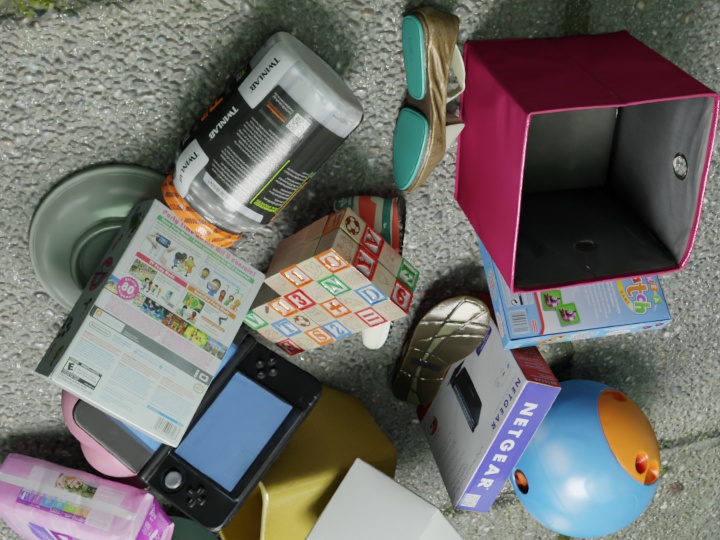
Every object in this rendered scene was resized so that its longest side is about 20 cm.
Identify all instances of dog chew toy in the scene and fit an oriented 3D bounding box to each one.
[{"bbox_3d":[-0.277,0.183,1.063,0.123,0.125,0.202,-8,131,-8],"label":"dog chew toy"}]

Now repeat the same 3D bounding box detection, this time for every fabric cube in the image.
[{"bbox_3d":[0.222,-0.120,0.943,0.197,0.200,0.198,-7,122,-9],"label":"fabric cube"}]

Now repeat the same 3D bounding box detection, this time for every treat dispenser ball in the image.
[{"bbox_3d":[0.290,0.245,1.184,0.198,0.202,0.203,-6,123,-10],"label":"treat dispenser ball"}]

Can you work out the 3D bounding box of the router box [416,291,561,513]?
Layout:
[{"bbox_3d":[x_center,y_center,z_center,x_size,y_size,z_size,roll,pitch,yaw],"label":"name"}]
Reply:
[{"bbox_3d":[0.150,0.159,1.110,0.048,0.180,0.202,13,117,-21],"label":"router box"}]

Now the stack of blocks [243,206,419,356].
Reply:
[{"bbox_3d":[-0.048,0.018,0.986,0.115,0.059,0.199,40,139,-25],"label":"stack of blocks"}]

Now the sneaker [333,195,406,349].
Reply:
[{"bbox_3d":[0.000,0.000,1.052,0.092,0.071,0.202,8,124,3],"label":"sneaker"}]

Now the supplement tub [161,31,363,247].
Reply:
[{"bbox_3d":[-0.102,-0.126,0.905,0.122,0.123,0.200,37,107,-30],"label":"supplement tub"}]

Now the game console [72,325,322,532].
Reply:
[{"bbox_3d":[-0.169,0.141,0.969,0.201,0.175,0.117,-52,152,-20],"label":"game console"}]

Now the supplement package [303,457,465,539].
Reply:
[{"bbox_3d":[0.038,0.320,1.034,0.118,0.116,0.200,-55,149,-15],"label":"supplement package"}]

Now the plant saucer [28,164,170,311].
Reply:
[{"bbox_3d":[-0.258,-0.014,0.981,0.198,0.050,0.202,-7,123,-10],"label":"plant saucer"}]

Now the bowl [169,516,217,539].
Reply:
[{"bbox_3d":[-0.259,0.407,1.203,0.198,0.105,0.203,-3,123,-5],"label":"bowl"}]

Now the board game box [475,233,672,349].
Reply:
[{"bbox_3d":[0.248,0.005,1.061,0.197,0.153,0.037,-7,157,-9],"label":"board game box"}]

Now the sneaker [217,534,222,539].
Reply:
[{"bbox_3d":[-0.105,0.396,1.271,0.199,0.070,0.078,36,83,-22],"label":"sneaker"}]

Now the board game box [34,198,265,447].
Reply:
[{"bbox_3d":[-0.208,0.052,0.914,0.147,0.064,0.201,36,71,-27],"label":"board game box"}]

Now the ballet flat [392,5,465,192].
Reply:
[{"bbox_3d":[0.078,-0.180,0.959,0.072,0.068,0.202,-13,121,-25],"label":"ballet flat"}]

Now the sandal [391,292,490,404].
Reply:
[{"bbox_3d":[0.097,0.093,1.134,0.081,0.055,0.201,19,131,-5],"label":"sandal"}]

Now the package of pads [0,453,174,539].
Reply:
[{"bbox_3d":[-0.333,0.292,1.079,0.198,0.076,0.121,11,147,15],"label":"package of pads"}]

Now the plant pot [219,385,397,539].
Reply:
[{"bbox_3d":[-0.068,0.255,1.120,0.198,0.196,0.196,-10,125,-27],"label":"plant pot"}]
